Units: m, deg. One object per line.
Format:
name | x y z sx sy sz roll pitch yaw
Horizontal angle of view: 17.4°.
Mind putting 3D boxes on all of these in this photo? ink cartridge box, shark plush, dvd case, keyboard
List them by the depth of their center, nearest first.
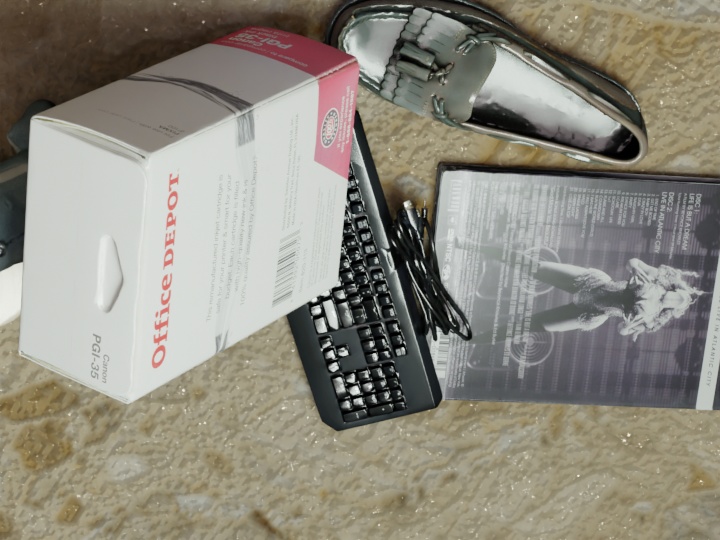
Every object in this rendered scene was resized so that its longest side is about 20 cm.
ink cartridge box | -0.091 -0.036 1.284 0.083 0.200 0.147 21 119 27
shark plush | -0.182 -0.039 1.295 0.083 0.200 0.091 -1 105 38
keyboard | 0.000 0.000 1.397 0.104 0.040 0.200 -16 110 4
dvd case | 0.138 0.012 1.446 0.200 0.016 0.149 3 108 -9

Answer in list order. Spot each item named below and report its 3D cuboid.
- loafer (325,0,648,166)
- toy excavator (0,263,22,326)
loafer | 0.079 -0.109 1.368 0.200 0.063 0.072 18 105 -15
toy excavator | -0.309 -0.004 1.330 0.200 0.100 0.195 -39 112 -4
